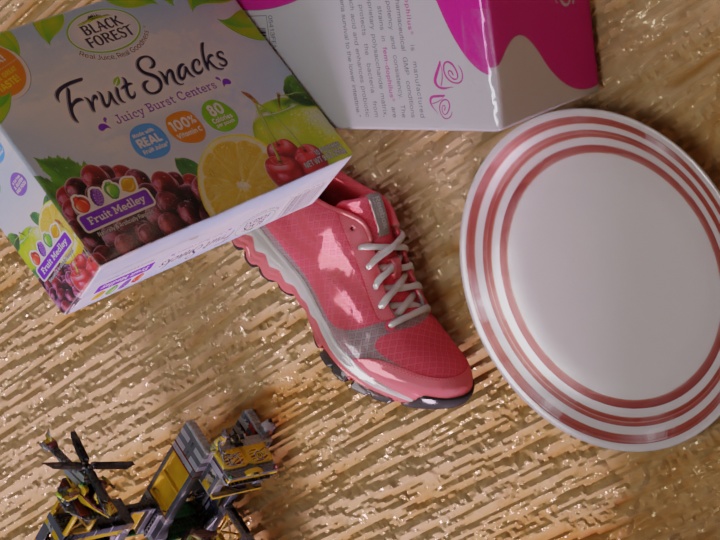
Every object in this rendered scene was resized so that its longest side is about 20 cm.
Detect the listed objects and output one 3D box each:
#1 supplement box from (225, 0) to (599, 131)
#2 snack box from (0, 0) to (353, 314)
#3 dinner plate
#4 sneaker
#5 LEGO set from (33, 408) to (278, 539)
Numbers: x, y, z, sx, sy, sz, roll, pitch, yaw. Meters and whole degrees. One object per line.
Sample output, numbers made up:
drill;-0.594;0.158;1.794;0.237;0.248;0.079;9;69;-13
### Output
supplement box;0.022;-0.138;1.222;0.199;0.103;0.102;5;109;41
snack box;-0.118;-0.075;1.163;0.142;0.200;0.053;51;133;11
dinner plate;0.141;0.005;1.228;0.199;0.024;0.202;15;114;36
sneaker;0.000;0.000;1.313;0.200;0.074;0.087;46;128;19
LEGO set;-0.111;0.169;1.406;0.116;0.199;0.154;-58;47;36
